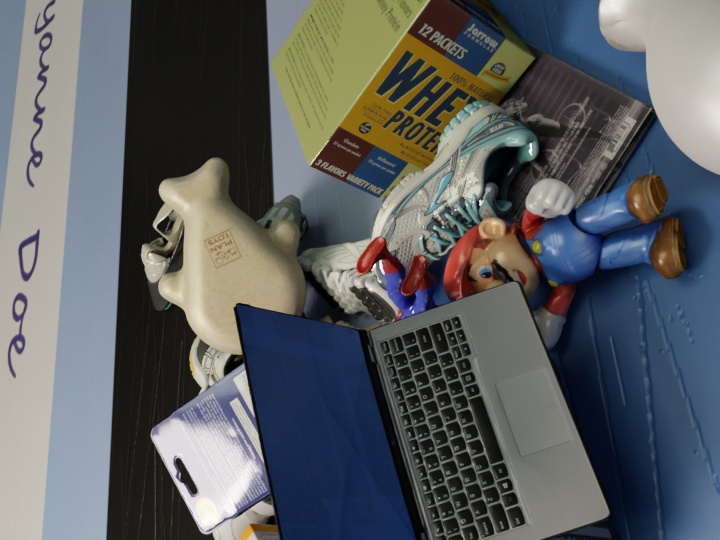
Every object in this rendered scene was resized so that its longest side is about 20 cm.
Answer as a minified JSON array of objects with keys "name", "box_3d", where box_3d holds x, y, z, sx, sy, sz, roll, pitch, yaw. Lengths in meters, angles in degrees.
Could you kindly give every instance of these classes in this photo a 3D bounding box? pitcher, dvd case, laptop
[{"name":"pitcher","box_3d":[0.284,-0.170,0.624,0.171,0.121,0.201,-32,41,18]},{"name":"dvd case","box_3d":[0.161,-0.121,0.805,0.200,0.016,0.150,46,112,45]},{"name":"laptop","box_3d":[0.041,0.094,0.577,0.198,0.116,0.189,-19,60,4]}]

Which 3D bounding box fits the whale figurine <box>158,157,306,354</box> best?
[{"name":"whale figurine","box_3d":[-0.137,-0.013,0.908,0.158,0.104,0.202,-26,92,-3]}]

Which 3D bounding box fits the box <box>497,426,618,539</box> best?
[{"name":"box","box_3d":[0.081,0.190,0.703,0.196,0.117,0.202,-39,49,32]}]

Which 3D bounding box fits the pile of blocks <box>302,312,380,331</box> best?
[{"name":"pile of blocks","box_3d":[-0.035,0.094,0.903,0.082,0.063,0.199,-39,26,-29]}]

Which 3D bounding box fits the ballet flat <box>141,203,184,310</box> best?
[{"name":"ballet flat","box_3d":[-0.269,-0.041,1.217,0.073,0.073,0.202,38,105,48]}]

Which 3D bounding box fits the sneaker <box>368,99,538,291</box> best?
[{"name":"sneaker","box_3d":[0.084,-0.061,0.780,0.086,0.077,0.201,33,88,41]}]

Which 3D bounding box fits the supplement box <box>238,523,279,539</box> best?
[{"name":"supplement box","box_3d":[-0.077,0.368,0.844,0.127,0.073,0.200,-55,43,18]}]

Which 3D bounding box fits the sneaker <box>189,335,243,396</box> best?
[{"name":"sneaker","box_3d":[-0.138,0.113,0.960,0.088,0.075,0.201,-49,28,16]}]

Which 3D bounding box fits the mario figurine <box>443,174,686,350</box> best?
[{"name":"mario figurine","box_3d":[0.153,-0.002,0.695,0.199,0.106,0.125,-19,79,35]}]

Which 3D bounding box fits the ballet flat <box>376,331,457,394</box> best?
[{"name":"ballet flat","box_3d":[-0.006,0.112,0.692,0.200,0.063,0.068,-43,43,29]}]

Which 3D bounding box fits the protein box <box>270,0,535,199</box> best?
[{"name":"protein box","box_3d":[0.033,-0.212,0.876,0.200,0.134,0.200,-50,39,26]}]

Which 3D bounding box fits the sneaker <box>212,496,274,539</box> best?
[{"name":"sneaker","box_3d":[-0.086,0.224,0.906,0.115,0.075,0.202,29,94,52]}]

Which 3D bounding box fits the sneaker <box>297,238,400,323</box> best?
[{"name":"sneaker","box_3d":[0.000,0.000,0.911,0.081,0.075,0.199,-51,30,-17]}]

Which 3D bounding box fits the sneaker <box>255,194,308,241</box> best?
[{"name":"sneaker","box_3d":[-0.103,-0.006,1.031,0.116,0.074,0.201,-65,1,-48]}]

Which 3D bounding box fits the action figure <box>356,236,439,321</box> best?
[{"name":"action figure","box_3d":[0.036,0.053,0.749,0.065,0.200,0.100,27,82,23]}]

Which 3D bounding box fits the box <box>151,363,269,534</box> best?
[{"name":"box","box_3d":[-0.100,0.154,0.842,0.199,0.032,0.122,-34,79,11]}]
